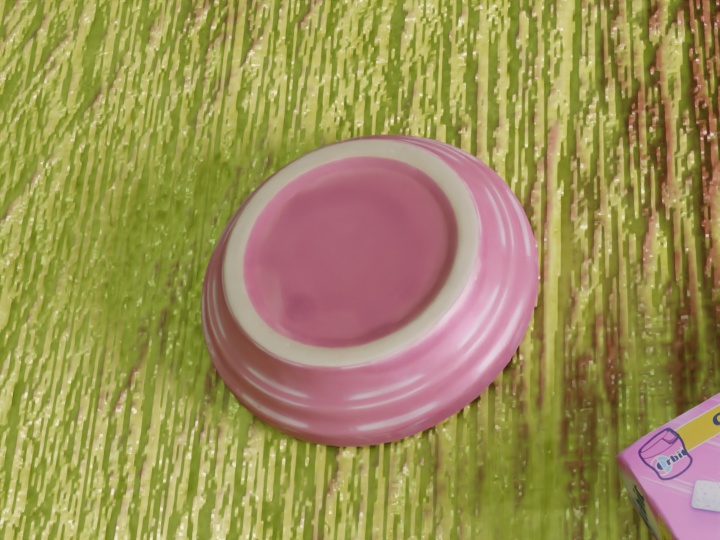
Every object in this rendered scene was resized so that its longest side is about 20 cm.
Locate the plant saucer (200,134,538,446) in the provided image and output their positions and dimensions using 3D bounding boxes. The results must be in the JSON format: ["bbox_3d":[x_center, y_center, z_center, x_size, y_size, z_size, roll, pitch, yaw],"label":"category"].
[{"bbox_3d":[0.000,0.000,1.041,0.200,0.051,0.201,-8,58,12],"label":"plant saucer"}]

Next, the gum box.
[{"bbox_3d":[0.242,0.096,0.895,0.199,0.066,0.114,-30,57,-3],"label":"gum box"}]
